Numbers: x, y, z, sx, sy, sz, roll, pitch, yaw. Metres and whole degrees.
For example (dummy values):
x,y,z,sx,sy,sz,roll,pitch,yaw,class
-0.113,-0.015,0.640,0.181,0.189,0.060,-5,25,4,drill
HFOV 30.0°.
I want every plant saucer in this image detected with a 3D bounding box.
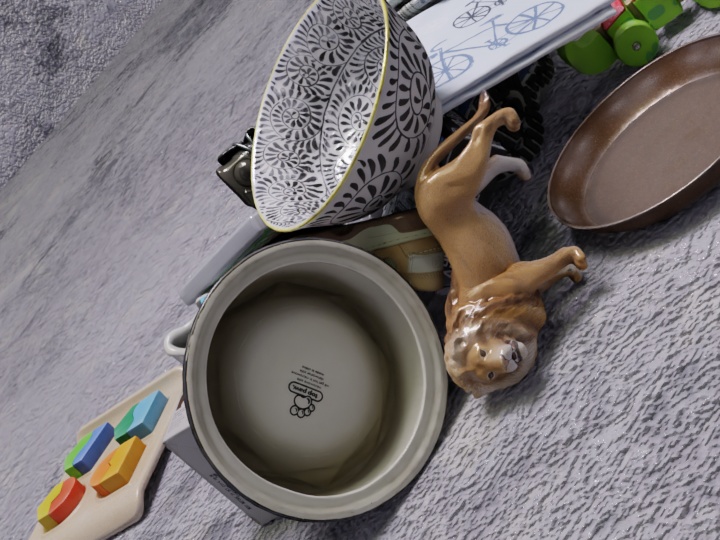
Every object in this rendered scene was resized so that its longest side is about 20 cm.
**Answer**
x,y,z,sx,sy,sz,roll,pitch,yaw,class
0.229,-0.098,1.010,0.200,0.032,0.201,-38,23,19,plant saucer

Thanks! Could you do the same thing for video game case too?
x,y,z,sx,sy,sz,roll,pitch,yaw,class
-0.073,-0.045,1.314,0.181,0.022,0.200,-33,-4,-34,video game case

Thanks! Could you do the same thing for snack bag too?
x,y,z,sx,sy,sz,roll,pitch,yaw,class
0.100,-0.203,1.158,0.188,0.022,0.200,-32,29,-6,snack bag

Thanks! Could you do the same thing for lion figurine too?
x,y,z,sx,sy,sz,roll,pitch,yaw,class
0.086,-0.019,0.965,0.122,0.201,0.073,-25,-9,-5,lion figurine

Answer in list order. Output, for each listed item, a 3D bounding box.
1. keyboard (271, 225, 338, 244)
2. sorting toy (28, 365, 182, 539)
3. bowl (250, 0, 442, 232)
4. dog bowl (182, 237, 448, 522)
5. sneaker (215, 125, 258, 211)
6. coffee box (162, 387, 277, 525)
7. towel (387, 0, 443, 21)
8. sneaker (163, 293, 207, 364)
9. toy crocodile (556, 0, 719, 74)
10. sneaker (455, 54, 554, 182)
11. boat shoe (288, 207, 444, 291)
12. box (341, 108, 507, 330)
x,y,z,sx,sy,sz,roll,pitch,yaw,class
-0.066,-0.025,1.313,0.199,0.104,0.040,-36,65,22,keyboard
-0.260,0.197,1.354,0.184,0.036,0.201,-32,26,29,sorting toy
0.002,-0.115,1.046,0.200,0.094,0.202,-37,44,47,bowl
-0.040,0.082,0.981,0.201,0.200,0.074,-54,11,-21,dog bowl
-0.065,-0.127,1.237,0.114,0.076,0.200,-41,-13,-46,sneaker
-0.074,0.091,1.111,0.079,0.114,0.201,-32,27,30,coffee box
0.059,-0.253,1.323,0.199,0.035,0.192,-37,-6,23,towel
-0.106,0.038,1.272,0.200,0.086,0.075,-40,46,20,sneaker
0.258,-0.238,1.156,0.199,0.062,0.068,-38,24,18,toy crocodile
0.119,-0.134,1.230,0.089,0.078,0.201,-43,14,42,sneaker
0.000,0.000,1.064,0.071,0.077,0.200,-15,3,-27,boat shoe
0.047,-0.062,1.147,0.200,0.049,0.159,-123,50,-65,box
